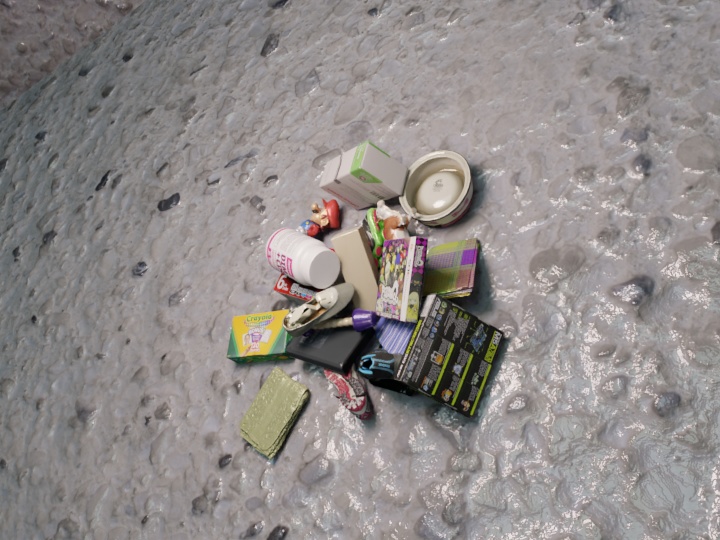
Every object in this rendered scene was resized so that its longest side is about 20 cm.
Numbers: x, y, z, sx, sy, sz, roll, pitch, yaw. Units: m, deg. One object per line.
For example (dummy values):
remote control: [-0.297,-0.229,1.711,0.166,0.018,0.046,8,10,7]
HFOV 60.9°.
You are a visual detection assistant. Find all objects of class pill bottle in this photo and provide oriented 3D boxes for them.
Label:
pill bottle: [-0.143,-0.030,1.523,0.198,0.113,0.115,24,79,49]

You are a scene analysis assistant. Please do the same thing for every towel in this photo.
towel: [0.206,-0.001,1.440,0.141,0.023,0.202,-11,34,25]
towel: [0.092,0.126,1.426,0.147,0.023,0.200,-61,22,9]
towel: [-0.222,0.361,1.561,0.147,0.036,0.203,25,82,38]

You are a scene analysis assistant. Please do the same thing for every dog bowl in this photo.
dog bowl: [0.200,-0.200,1.561,0.196,0.074,0.205,-14,59,26]

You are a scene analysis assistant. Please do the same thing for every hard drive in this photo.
hard drive: [-0.076,0.176,1.523,0.197,0.033,0.140,9,48,41]

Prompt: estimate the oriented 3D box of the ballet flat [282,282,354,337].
ballet flat: [-0.103,0.089,1.467,0.198,0.064,0.068,-36,53,8]

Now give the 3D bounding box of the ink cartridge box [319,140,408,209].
ink cartridge box: [0.006,-0.245,1.613,0.198,0.144,0.086,-11,57,54]

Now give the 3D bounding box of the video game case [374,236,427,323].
video game case: [0.090,0.020,1.392,0.199,0.035,0.186,-178,96,-72]

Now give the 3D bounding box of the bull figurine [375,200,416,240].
bull figurine: [0.097,-0.088,1.528,0.121,0.064,0.205,-27,76,61]

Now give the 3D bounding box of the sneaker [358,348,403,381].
sneaker: [0.028,0.208,1.383,0.199,0.080,0.075,151,126,-66]

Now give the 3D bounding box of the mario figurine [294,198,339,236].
mario figurine: [-0.146,-0.136,1.717,0.199,0.106,0.124,-39,50,6]

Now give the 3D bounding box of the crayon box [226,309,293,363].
crayon box: [-0.264,0.181,1.661,0.196,0.058,0.122,-9,62,28]

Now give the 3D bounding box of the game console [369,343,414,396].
game console: [0.099,0.173,1.414,0.114,0.176,0.204,18,75,6]

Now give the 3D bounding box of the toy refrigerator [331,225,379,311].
toy refrigerator: [0.000,0.000,1.514,0.074,0.070,0.204,-18,100,15]

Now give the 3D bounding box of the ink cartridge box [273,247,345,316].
ink cartridge box: [-0.113,0.007,1.621,0.198,0.083,0.179,11,72,46]

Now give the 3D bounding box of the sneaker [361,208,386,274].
sneaker: [0.040,-0.059,1.601,0.084,0.075,0.205,-35,51,55]

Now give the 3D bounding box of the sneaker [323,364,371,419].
sneaker: [-0.031,0.273,1.470,0.079,0.075,0.202,-29,41,3]

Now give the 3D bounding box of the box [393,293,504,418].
box: [0.192,0.182,1.312,0.204,0.190,0.047,-66,18,-12]

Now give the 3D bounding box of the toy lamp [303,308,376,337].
toy lamp: [-0.054,0.127,1.491,0.196,0.058,0.060,-10,61,25]
